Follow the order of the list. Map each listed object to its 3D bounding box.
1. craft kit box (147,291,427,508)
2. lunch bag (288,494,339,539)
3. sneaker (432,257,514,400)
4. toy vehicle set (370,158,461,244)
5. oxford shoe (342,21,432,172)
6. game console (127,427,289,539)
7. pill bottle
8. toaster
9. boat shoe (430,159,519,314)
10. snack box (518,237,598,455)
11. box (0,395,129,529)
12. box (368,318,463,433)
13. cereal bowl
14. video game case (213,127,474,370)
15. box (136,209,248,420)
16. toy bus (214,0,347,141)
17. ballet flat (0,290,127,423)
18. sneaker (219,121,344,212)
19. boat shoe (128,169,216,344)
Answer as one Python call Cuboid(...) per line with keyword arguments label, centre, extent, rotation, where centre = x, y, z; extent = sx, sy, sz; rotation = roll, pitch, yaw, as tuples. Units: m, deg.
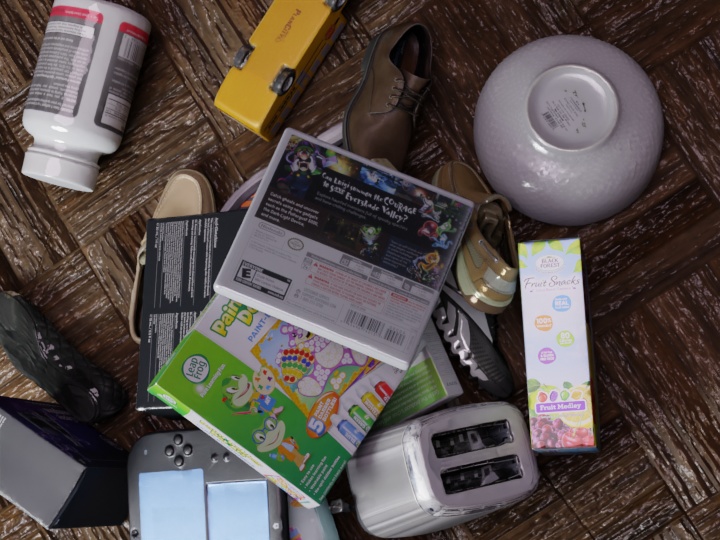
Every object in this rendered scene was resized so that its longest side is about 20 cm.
Cuboid(label="craft kit box", centre=(-0.068, 0.091, 1.593), extent=(0.197, 0.049, 0.200), rotation=(36, 70, -6))
Cuboid(label="lunch bag", centre=(-0.104, 0.278, 1.684), extent=(0.200, 0.122, 0.171), rotation=(-25, 77, 29))
Cuboid(label="sneaker", centre=(0.116, 0.035, 1.709), extent=(0.090, 0.066, 0.200), rotation=(-33, 74, 9))
Cuboid(label="toy vehicle set", centre=(0.000, 0.000, 1.682), extent=(0.124, 0.026, 0.200), rotation=(51, 118, 23))
Cuboid(label="oxford shoe", centre=(0.032, -0.171, 1.720), extent=(0.073, 0.084, 0.200), rotation=(17, 71, -26))
Cuboid(label="game console", centre=(-0.149, 0.254, 1.626), extent=(0.177, 0.031, 0.200), rotation=(-7, 82, 29))
Cuboid(label="pill bottle", centre=(-0.306, -0.192, 1.815), extent=(0.111, 0.111, 0.200), rotation=(13, 86, 14))
Cuboid(label="toaster", centre=(0.078, 0.194, 1.623), extent=(0.129, 0.200, 0.114), rotation=(-30, 70, 54))
Cuboid(label="boat shoe", centre=(0.127, -0.050, 1.676), extent=(0.076, 0.072, 0.200), rotation=(-60, 34, 37))
Cuboid(label="snack box", centre=(0.197, 0.079, 1.632), extent=(0.068, 0.169, 0.200), rotation=(-3, 81, 9))
Cuboid(label="box", centre=(-0.319, 0.199, 1.719), extent=(0.141, 0.200, 0.079), rotation=(35, 91, 14))
Cuboid(label="box", centre=(0.008, 0.068, 1.718), extent=(0.144, 0.036, 0.200), rotation=(-31, 73, 33))
Cuboid(label="cereal bowl", centre=(0.214, -0.151, 1.685), extent=(0.200, 0.083, 0.200), rotation=(-1, 76, 2))
Cuboid(label="video game case", centre=(-0.014, -0.023, 1.581), extent=(0.200, 0.023, 0.182), rotation=(22, 69, 3))
Cuboid(label="box", centre=(-0.144, 0.046, 1.683), extent=(0.141, 0.079, 0.200), rotation=(-5, 75, 27))
Cuboid(label="toy bus", centre=(-0.076, -0.243, 1.785), extent=(0.065, 0.078, 0.200), rotation=(33, 91, 16))
Cuboid(label="ballet flat", centre=(-0.337, 0.096, 1.824), extent=(0.200, 0.057, 0.067), rotation=(44, 119, 20))
Cuboid(label="sneaker", centre=(-0.053, -0.065, 1.756), extent=(0.200, 0.078, 0.112), rotation=(-34, 76, 7))
Cuboid(label="boat shoe", centre=(-0.207, -0.014, 1.791), extent=(0.072, 0.065, 0.200), rotation=(13, 86, 15))
